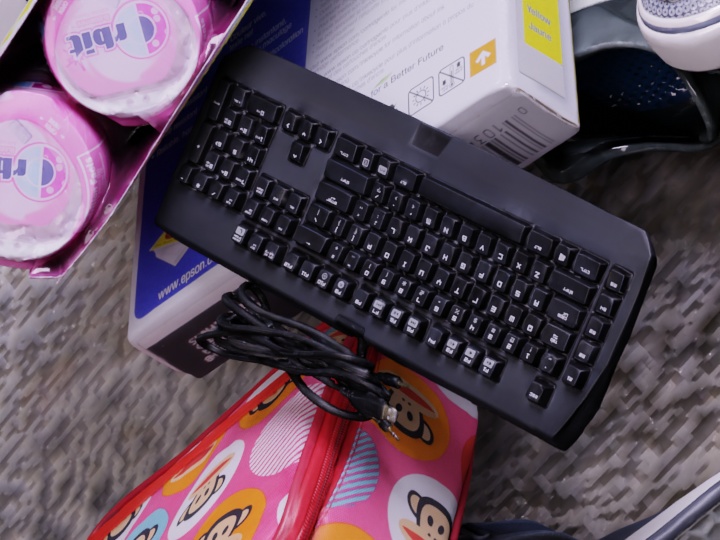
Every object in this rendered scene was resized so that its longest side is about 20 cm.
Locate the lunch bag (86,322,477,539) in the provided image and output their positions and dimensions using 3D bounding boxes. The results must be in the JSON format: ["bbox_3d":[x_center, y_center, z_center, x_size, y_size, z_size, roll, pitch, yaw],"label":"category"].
[{"bbox_3d":[-0.041,0.109,1.047,0.082,0.177,0.200,38,127,-14],"label":"lunch bag"}]

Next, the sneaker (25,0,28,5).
[{"bbox_3d":[-0.070,-0.167,1.118,0.201,0.080,0.074,-63,19,15],"label":"sneaker"}]

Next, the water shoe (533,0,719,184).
[{"bbox_3d":[0.143,-0.073,0.982,0.199,0.079,0.072,-17,118,36],"label":"water shoe"}]

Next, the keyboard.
[{"bbox_3d":[0.000,0.000,0.949,0.199,0.040,0.105,27,101,39],"label":"keyboard"}]

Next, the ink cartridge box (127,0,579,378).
[{"bbox_3d":[-0.006,-0.087,1.065,0.197,0.047,0.201,-34,39,35],"label":"ink cartridge box"}]

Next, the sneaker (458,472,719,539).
[{"bbox_3d":[0.100,0.108,1.011,0.201,0.146,0.077,-21,95,-13],"label":"sneaker"}]

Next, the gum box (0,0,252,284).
[{"bbox_3d":[-0.081,-0.095,1.036,0.066,0.114,0.201,33,99,-7],"label":"gum box"}]

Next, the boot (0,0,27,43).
[{"bbox_3d":[-0.150,-0.182,1.186,0.090,0.072,0.201,22,105,53],"label":"boot"}]

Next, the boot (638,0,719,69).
[{"bbox_3d":[0.137,-0.167,0.936,0.073,0.090,0.200,11,60,47],"label":"boot"}]
